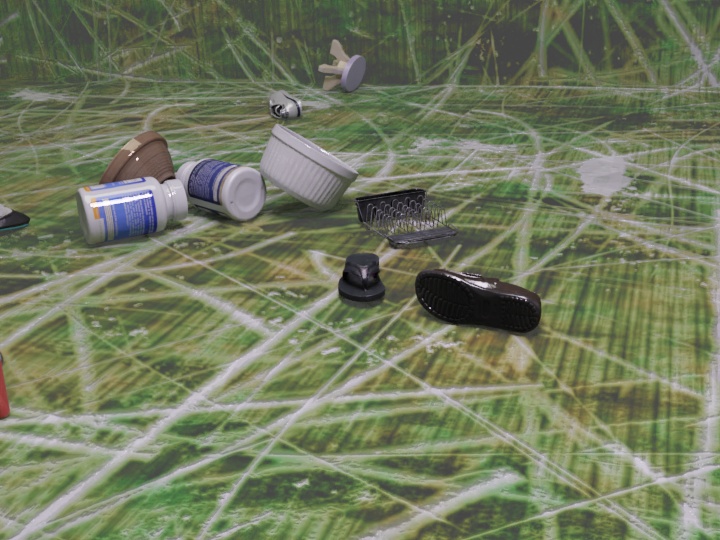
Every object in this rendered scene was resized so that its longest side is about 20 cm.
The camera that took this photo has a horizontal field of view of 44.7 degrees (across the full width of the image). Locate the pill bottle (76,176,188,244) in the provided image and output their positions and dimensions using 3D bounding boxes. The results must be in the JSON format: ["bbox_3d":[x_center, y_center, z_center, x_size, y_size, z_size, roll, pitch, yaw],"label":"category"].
[{"bbox_3d":[-0.448,-0.123,1.727,0.199,0.113,0.112,-12,23,-25],"label":"pill bottle"}]

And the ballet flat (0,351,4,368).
[{"bbox_3d":[-0.571,0.142,1.140,0.199,0.071,0.070,-19,26,-40],"label":"ballet flat"}]

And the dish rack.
[{"bbox_3d":[0.090,-0.101,1.677,0.153,0.055,0.200,-11,23,-19],"label":"dish rack"}]

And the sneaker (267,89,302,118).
[{"bbox_3d":[-0.261,-0.528,2.806,0.080,0.077,0.200,-24,26,-23],"label":"sneaker"}]

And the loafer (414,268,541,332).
[{"bbox_3d":[0.175,0.043,1.288,0.199,0.073,0.071,17,22,25],"label":"loafer"}]

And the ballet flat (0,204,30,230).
[{"bbox_3d":[-0.764,-0.102,1.773,0.068,0.069,0.200,13,26,37],"label":"ballet flat"}]

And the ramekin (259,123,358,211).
[{"bbox_3d":[-0.114,-0.207,1.809,0.200,0.105,0.200,31,8,-5],"label":"ramekin"}]

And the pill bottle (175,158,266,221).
[{"bbox_3d":[-0.299,-0.175,1.840,0.199,0.112,0.111,17,29,41],"label":"pill bottle"}]

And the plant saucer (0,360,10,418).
[{"bbox_3d":[-0.557,0.110,1.098,0.199,0.037,0.200,-4,45,-29],"label":"plant saucer"}]

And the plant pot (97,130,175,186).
[{"bbox_3d":[-0.455,-0.186,1.843,0.092,0.201,0.201,35,30,7],"label":"plant pot"}]

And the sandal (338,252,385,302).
[{"bbox_3d":[-0.001,0.000,1.436,0.075,0.048,0.201,-3,21,-1],"label":"sandal"}]

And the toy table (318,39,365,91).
[{"bbox_3d":[-0.066,-0.730,3.173,0.117,0.185,0.200,20,14,14],"label":"toy table"}]
